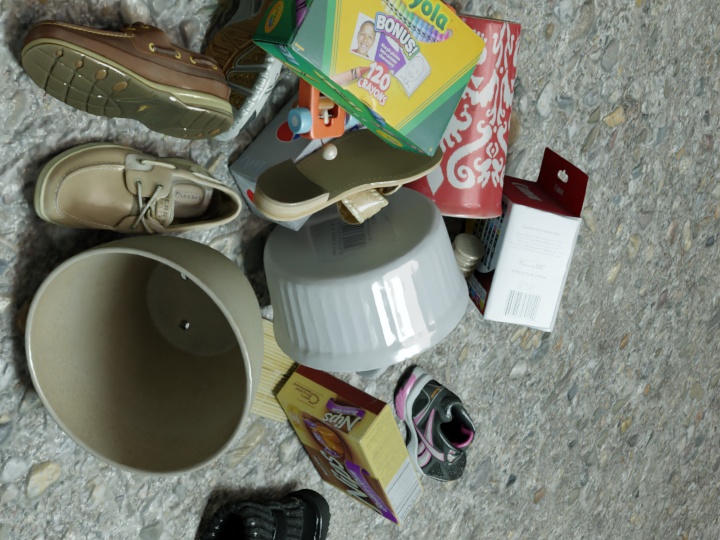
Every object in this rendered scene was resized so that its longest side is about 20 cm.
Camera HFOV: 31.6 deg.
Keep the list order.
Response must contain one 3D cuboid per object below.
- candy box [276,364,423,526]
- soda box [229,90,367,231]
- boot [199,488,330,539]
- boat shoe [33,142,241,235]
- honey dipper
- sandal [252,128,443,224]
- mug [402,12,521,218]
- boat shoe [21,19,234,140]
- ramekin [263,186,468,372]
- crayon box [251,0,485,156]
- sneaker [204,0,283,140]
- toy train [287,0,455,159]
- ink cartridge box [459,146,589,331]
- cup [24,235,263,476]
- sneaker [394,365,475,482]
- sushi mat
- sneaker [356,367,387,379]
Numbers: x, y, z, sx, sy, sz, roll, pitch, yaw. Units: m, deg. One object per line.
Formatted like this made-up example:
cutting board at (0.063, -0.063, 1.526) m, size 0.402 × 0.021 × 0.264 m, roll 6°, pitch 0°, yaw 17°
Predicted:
candy box at (-0.008, 0.190, 1.387) m, size 0.057 × 0.116 × 0.201 m, roll -51°, pitch 148°, yaw -23°
soda box at (-0.034, -0.136, 1.228) m, size 0.200 × 0.063 × 0.068 m, roll -51°, pitch 141°, yaw -22°
boot at (-0.112, 0.340, 1.374) m, size 0.157 × 0.079 × 0.213 m, roll -1°, pitch 99°, yaw -60°
boat shoe at (-0.182, -0.063, 1.070) m, size 0.199 × 0.065 × 0.073 m, roll 0°, pitch 109°, yaw -53°
honey dipper at (0.088, 0.037, 1.458) m, size 0.038 × 0.038 × 0.201 m, roll -28°, pitch 155°, yaw -42°
sandal at (-0.017, -0.073, 1.185) m, size 0.211 × 0.078 × 0.070 m, roll -21°, pitch 144°, yaw -38°
mug at (0.096, -0.173, 1.360) m, size 0.132 × 0.178 × 0.202 m, roll 6°, pitch 104°, yaw -9°
boat shoe at (-0.185, -0.162, 1.020) m, size 0.199 × 0.072 × 0.068 m, roll 15°, pitch 64°, yaw -47°
ramekin at (0.000, 0.000, 1.242) m, size 0.200 × 0.199 × 0.098 m, roll -39°, pitch 129°, yaw -34°
crayon box at (0.012, -0.199, 1.106) m, size 0.199 × 0.058 × 0.120 m, roll 32°, pitch 82°, yaw -42°
sneaker at (-0.077, -0.204, 1.125) m, size 0.087 × 0.075 × 0.201 m, roll 13°, pitch 102°, yaw -62°
toy train at (0.005, -0.193, 1.180) m, size 0.199 × 0.055 × 0.152 m, roll -18°, pitch 115°, yaw -37°
ink cartridge box at (0.177, -0.049, 1.445) m, size 0.083 × 0.200 × 0.177 m, roll 11°, pitch 103°, yaw -10°
cup at (-0.162, 0.052, 1.081) m, size 0.143 × 0.198 × 0.202 m, roll -53°, pitch 152°, yaw -64°
sneaker at (0.105, 0.210, 1.588) m, size 0.080 × 0.086 × 0.201 m, roll -50°, pitch 143°, yaw -19°
sushi mat at (-0.113, 0.095, 1.296) m, size 0.200 × 0.012 × 0.096 m, roll 29°, pitch 83°, yaw -56°
sneaker at (0.048, 0.018, 1.416) m, size 0.111 × 0.073 × 0.202 m, roll -17°, pitch 122°, yaw -49°
